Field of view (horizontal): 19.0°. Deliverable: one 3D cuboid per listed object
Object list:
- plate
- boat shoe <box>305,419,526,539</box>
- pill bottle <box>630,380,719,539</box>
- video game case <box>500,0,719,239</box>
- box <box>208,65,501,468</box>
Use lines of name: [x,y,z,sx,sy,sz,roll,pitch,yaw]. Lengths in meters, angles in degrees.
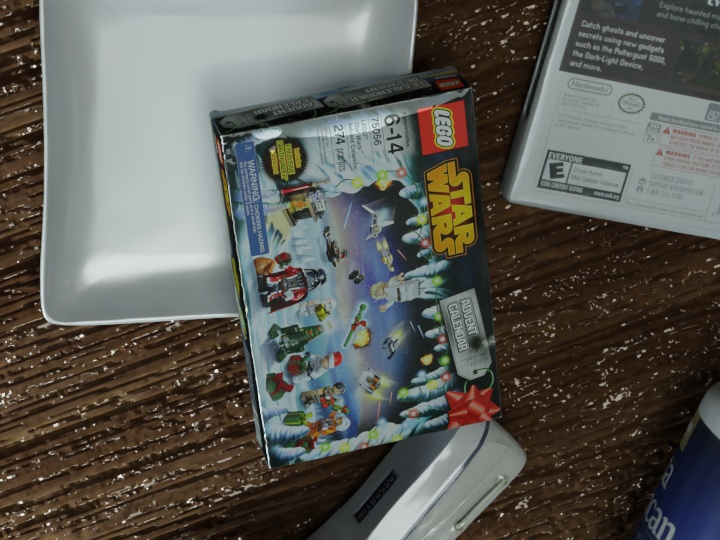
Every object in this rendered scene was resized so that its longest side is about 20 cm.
plate: [-0.073,-0.070,1.150,0.199,0.032,0.201,-2,113,-12]
boat shoe: [0.017,0.163,1.256,0.066,0.072,0.200,38,94,-22]
pill bottle: [0.235,0.132,1.267,0.111,0.111,0.201,18,108,-20]
video game case: [0.194,-0.109,1.201,0.199,0.023,0.183,9,111,-16]
box: [0.000,0.000,1.159,0.136,0.040,0.201,-12,116,-10]
